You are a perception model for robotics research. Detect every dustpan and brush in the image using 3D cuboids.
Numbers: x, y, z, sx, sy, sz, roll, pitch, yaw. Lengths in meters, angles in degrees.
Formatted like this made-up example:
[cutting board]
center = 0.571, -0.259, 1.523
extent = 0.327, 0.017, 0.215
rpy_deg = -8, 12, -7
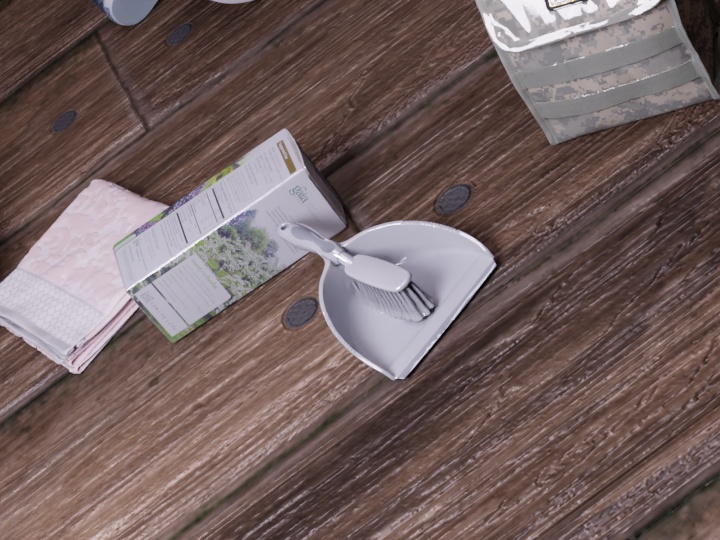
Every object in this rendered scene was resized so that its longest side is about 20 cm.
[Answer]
[dustpan and brush]
center = 0.000, 0.000, 1.434
extent = 0.140, 0.057, 0.200
rpy_deg = -50, 38, -15

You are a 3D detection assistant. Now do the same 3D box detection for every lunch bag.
[lunch bag]
center = 0.191, -0.219, 1.391
extent = 0.163, 0.200, 0.118
rpy_deg = -14, 42, 28

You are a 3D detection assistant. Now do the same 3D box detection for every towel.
[towel]
center = -0.271, -0.002, 1.689
extent = 0.191, 0.032, 0.200
rpy_deg = -49, 39, -15

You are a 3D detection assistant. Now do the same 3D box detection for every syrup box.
[syrup box]
center = -0.119, -0.032, 1.553
extent = 0.200, 0.079, 0.082
rpy_deg = -34, 36, 5

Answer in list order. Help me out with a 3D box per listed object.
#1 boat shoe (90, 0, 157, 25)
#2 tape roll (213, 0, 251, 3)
[boat shoe]
center = -0.246, -0.384, 2.041
extent = 0.200, 0.071, 0.091
rpy_deg = -45, 41, -7
[tape roll]
center = -0.171, -0.406, 1.894
extent = 0.203, 0.203, 0.139
rpy_deg = -49, 38, -15
